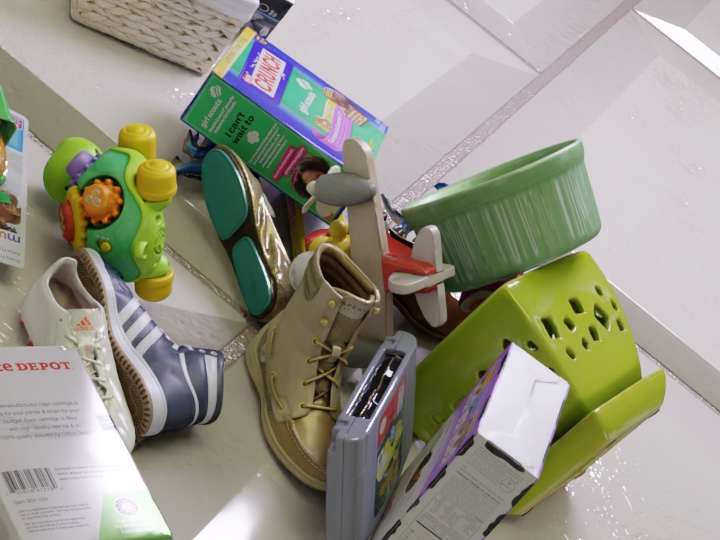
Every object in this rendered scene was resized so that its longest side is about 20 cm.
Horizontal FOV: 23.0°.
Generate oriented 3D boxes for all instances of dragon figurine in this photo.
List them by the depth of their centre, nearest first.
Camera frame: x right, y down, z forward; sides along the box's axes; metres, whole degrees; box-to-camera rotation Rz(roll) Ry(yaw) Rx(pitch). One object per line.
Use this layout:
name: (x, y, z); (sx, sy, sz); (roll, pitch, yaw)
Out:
dragon figurine: (-0.151, -0.109, 1.910); (0.099, 0.059, 0.200); (35, 29, -1)
dragon figurine: (0.095, -0.057, 2.008); (0.059, 0.099, 0.200); (46, 3, -28)

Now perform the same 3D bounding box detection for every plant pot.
plant pot: (0.181, 0.122, 1.799); (0.182, 0.200, 0.198); (53, 33, 11)

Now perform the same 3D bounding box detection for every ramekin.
ramekin: (0.149, -0.053, 1.811); (0.200, 0.199, 0.099); (-29, 99, -57)

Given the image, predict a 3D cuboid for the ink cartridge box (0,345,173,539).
ink cartridge box: (-0.261, 0.162, 1.400); (0.145, 0.084, 0.201); (2, 45, -44)

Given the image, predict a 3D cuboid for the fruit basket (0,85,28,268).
fruit basket: (-0.389, -0.106, 1.636); (0.184, 0.094, 0.201); (19, 37, -27)

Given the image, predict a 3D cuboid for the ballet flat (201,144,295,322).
ballet flat: (-0.109, -0.036, 1.828); (0.070, 0.071, 0.202); (2, 58, -43)

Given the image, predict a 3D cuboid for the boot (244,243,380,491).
boot: (-0.032, 0.090, 1.660); (0.072, 0.156, 0.201); (13, 37, -33)

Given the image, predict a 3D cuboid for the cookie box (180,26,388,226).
cookie box: (-0.079, -0.160, 1.930); (0.199, 0.075, 0.171); (34, 25, -6)

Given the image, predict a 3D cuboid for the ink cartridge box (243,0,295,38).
ink cartridge box: (-0.180, -0.367, 2.197); (0.199, 0.099, 0.039); (28, 60, -13)

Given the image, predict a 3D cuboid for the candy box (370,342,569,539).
candy box: (0.094, 0.188, 1.606); (0.071, 0.200, 0.168); (36, 30, -2)

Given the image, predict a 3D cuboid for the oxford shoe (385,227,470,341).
oxford shoe: (0.073, 0.019, 1.929); (0.199, 0.071, 0.072); (34, 26, -38)

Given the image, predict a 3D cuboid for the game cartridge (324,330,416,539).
game cartridge: (0.012, 0.160, 1.634); (0.040, 0.134, 0.200); (13, 30, 12)

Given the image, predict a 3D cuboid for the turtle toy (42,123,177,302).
turtle toy: (-0.242, -0.063, 1.697); (0.100, 0.147, 0.200); (-7, 33, -20)

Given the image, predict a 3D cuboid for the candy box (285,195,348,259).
candy box: (-0.031, -0.031, 1.956); (0.101, 0.026, 0.201); (22, 33, -23)

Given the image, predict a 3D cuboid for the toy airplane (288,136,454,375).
toy airplane: (0.000, 0.000, 1.756); (0.140, 0.200, 0.201); (-11, 62, -23)

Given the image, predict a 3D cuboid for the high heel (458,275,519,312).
high heel: (0.148, 0.001, 1.940); (0.067, 0.097, 0.200); (1, -8, 16)

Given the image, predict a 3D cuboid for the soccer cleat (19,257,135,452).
soccer cleat: (-0.244, 0.077, 1.541); (0.069, 0.078, 0.201); (5, 43, -41)

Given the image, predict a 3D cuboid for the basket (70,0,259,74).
basket: (-0.234, -0.335, 2.076); (0.198, 0.124, 0.136); (20, 34, -24)

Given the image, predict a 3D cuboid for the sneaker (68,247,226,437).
sneaker: (-0.195, 0.064, 1.615); (0.108, 0.070, 0.201); (0, 50, -42)
